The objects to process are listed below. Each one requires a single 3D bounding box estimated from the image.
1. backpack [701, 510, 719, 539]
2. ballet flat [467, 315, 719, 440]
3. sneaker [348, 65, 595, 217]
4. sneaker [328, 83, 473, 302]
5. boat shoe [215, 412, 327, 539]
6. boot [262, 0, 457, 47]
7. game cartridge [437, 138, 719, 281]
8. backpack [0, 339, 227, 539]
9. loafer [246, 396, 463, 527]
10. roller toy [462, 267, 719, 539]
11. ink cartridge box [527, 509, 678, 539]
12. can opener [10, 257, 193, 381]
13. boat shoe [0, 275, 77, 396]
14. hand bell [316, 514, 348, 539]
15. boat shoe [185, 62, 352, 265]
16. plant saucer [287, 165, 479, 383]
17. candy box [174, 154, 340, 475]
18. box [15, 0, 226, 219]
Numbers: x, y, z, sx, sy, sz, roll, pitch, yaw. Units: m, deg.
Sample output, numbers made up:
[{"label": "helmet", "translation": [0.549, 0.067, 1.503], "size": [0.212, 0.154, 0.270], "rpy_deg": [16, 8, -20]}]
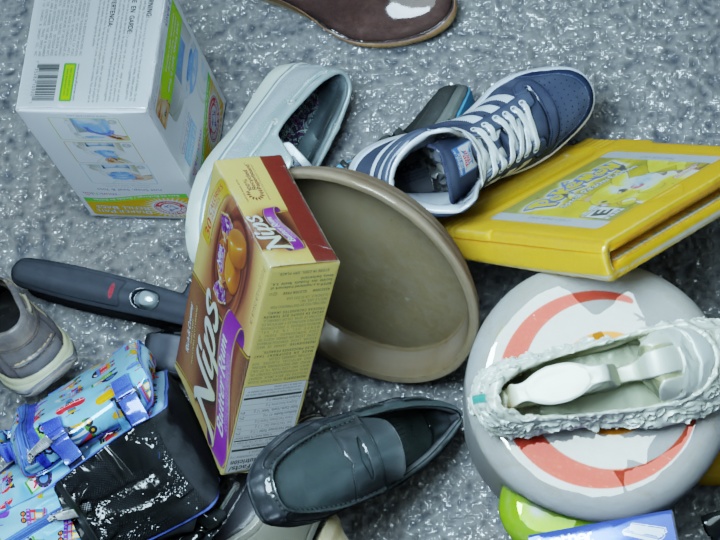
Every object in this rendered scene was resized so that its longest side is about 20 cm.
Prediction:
[{"label": "backpack", "translation": [0.316, 0.261, 1.287], "size": [0.200, 0.154, 0.191], "rpy_deg": [7, 81, 10]}, {"label": "ballet flat", "translation": [0.170, 0.073, 1.278], "size": [0.200, 0.072, 0.072], "rpy_deg": [-13, 67, -3]}, {"label": "sneaker", "translation": [0.093, -0.093, 1.417], "size": [0.200, 0.108, 0.070], "rpy_deg": [-24, 99, -9]}, {"label": "sneaker", "translation": [0.014, -0.072, 1.505], "size": [0.082, 0.073, 0.200], "rpy_deg": [32, 77, 22]}, {"label": "boat shoe", "translation": [-0.078, 0.193, 1.441], "size": [0.200, 0.073, 0.063], "rpy_deg": [-58, 29, -8]}, {"label": "boot", "translation": [-0.029, -0.247, 1.529], "size": [0.200, 0.166, 0.072], "rpy_deg": [13, 72, 15]}, {"label": "game cartridge", "translation": [0.167, -0.050, 1.399], "size": [0.176, 0.032, 0.200], "rpy_deg": [-29, 23, -31]}, {"label": "backpack", "translation": [-0.207, 0.159, 1.398], "size": [0.200, 0.183, 0.135], "rpy_deg": [-30, 99, 1]}, {"label": "loafer", "translation": [-0.002, 0.128, 1.372], "size": [0.070, 0.200, 0.068], "rpy_deg": [-22, 88, 39]}, {"label": "roller toy", "translation": [0.166, 0.093, 1.378], "size": [0.200, 0.140, 0.183], "rpy_deg": [-25, 76, -5]}, {"label": "ink cartridge box", "translation": [0.169, 0.205, 1.300], "size": [0.094, 0.200, 0.044], "rpy_deg": [-11, 71, 6]}, {"label": "can opener", "translation": [-0.182, 0.025, 1.510], "size": [0.200, 0.063, 0.079], "rpy_deg": [18, 70, 16]}, {"label": "boat shoe", "translation": [-0.290, 0.026, 1.495], "size": [0.074, 0.073, 0.200], "rpy_deg": [-44, 42, -22]}, {"label": "hand bell", "translation": [0.046, 0.259, 1.376], "size": [0.200, 0.104, 0.104], "rpy_deg": [26, 75, 1]}, {"label": "boat shoe", "translation": [-0.067, -0.083, 1.504], "size": [0.071, 0.070, 0.201], "rpy_deg": [0, 53, 42]}, {"label": "plant saucer", "translation": [0.000, 0.000, 1.413], "size": [0.200, 0.200, 0.029], "rpy_deg": [22, 49, 18]}, {"label": "candy box", "translation": [-0.077, 0.033, 1.369], "size": [0.056, 0.200, 0.117], "rpy_deg": [-5, 44, -25]}, {"label": "box", "translation": [-0.178, -0.127, 1.493], "size": [0.101, 0.200, 0.113], "rpy_deg": [2, 68, 11]}]
